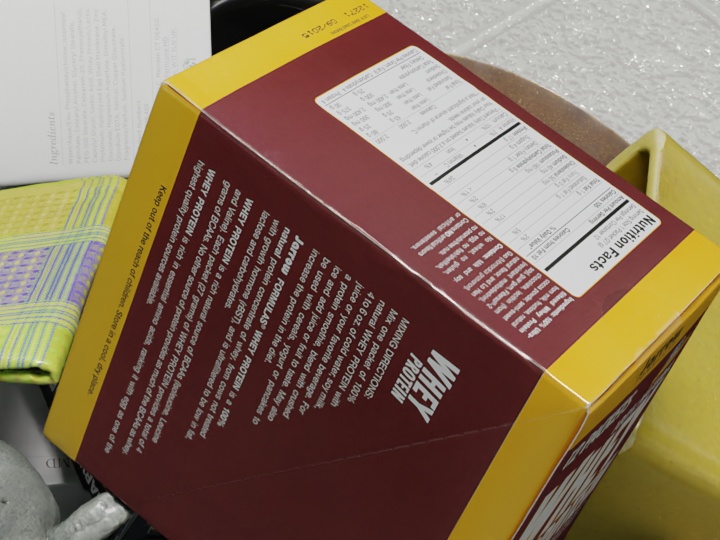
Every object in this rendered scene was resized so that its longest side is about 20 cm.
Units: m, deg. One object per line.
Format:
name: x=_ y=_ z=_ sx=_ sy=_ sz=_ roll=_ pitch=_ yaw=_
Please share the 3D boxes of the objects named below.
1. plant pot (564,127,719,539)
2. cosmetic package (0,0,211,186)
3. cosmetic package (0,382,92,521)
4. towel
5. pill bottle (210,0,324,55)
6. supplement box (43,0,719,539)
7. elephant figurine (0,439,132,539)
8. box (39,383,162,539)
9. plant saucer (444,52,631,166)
plant pot: x=0.159 y=0.091 z=0.917 sx=0.199 sy=0.195 sz=0.195 roll=30 pitch=46 yaw=-20
cosmetic package: x=-0.199 y=-0.138 z=1.037 sx=0.199 sy=0.124 sz=0.199 roll=-7 pitch=25 yaw=-13
cosmetic package: x=-0.218 y=0.067 z=0.961 sx=0.199 sy=0.052 sz=0.151 roll=-2 pitch=54 yaw=-12
towel: x=-0.187 y=0.006 z=0.840 sx=0.143 sy=0.023 sz=0.200 roll=-7 pitch=25 yaw=5
pill bottle: x=-0.065 y=-0.213 z=1.173 sx=0.111 sy=0.112 sz=0.201 roll=1 pitch=52 yaw=-9
supplement box: x=0.006 y=0.034 z=0.731 sx=0.200 sy=0.198 sz=0.133 roll=37 pitch=39 yaw=15
elephant figurine: x=-0.219 y=0.092 z=0.822 sx=0.155 sy=0.142 sz=0.200 roll=24 pitch=16 yaw=-27
box: x=-0.079 y=0.039 z=0.964 sx=0.199 sy=0.050 sz=0.199 roll=-8 pitch=58 yaw=-37
plant saucer: x=0.091 y=-0.053 z=1.027 sx=0.199 sy=0.200 sz=0.032 roll=27 pitch=73 yaw=12
